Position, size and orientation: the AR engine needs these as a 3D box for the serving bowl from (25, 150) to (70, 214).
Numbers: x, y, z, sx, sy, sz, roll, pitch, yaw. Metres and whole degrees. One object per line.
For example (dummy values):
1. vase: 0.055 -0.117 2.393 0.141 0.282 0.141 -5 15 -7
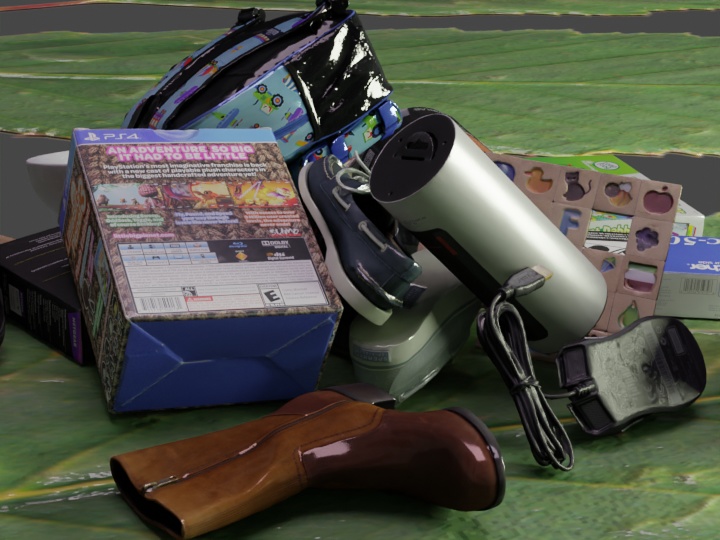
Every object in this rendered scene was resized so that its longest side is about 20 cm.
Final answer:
1. serving bowl: -0.201 -0.077 1.590 0.199 0.066 0.200 -5 9 1

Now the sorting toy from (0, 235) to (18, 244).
1. sorting toy: -0.406 -0.032 1.449 0.199 0.070 0.199 15 23 27

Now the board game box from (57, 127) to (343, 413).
1. board game box: -0.123 -0.005 1.284 0.159 0.097 0.200 -2 45 -22

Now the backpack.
1. backpack: -0.092 -0.125 1.446 0.200 0.135 0.182 -38 21 -25

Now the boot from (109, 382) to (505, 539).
1. boot: -0.032 0.126 1.100 0.199 0.069 0.188 -12 26 -36

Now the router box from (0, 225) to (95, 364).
1. router box: -0.183 0.001 1.408 0.199 0.051 0.149 -20 31 -36

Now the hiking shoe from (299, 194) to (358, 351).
1. hiking shoe: 0.000 0.000 1.427 0.100 0.076 0.200 18 29 -28

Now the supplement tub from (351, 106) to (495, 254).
1. supplement tub: 0.074 -0.063 1.552 0.122 0.123 0.200 -2 21 -16

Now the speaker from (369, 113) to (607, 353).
1. speaker: 0.096 -0.026 1.282 0.200 0.081 0.081 43 -3 -33

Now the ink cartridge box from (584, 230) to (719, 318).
1. ink cartridge box: 0.241 0.002 1.521 0.199 0.044 0.094 3 22 -3

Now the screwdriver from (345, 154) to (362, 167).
1. screwdriver: -0.048 -0.051 1.527 0.029 0.028 0.200 28 50 4

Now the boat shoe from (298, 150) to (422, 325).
1. boat shoe: 0.001 -0.037 1.308 0.075 0.062 0.200 40 16 -26

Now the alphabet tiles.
1. alphabet tiles: 0.143 -0.009 1.404 0.199 0.168 0.008 11 -18 16

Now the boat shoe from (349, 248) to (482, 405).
1. boat shoe: 0.048 0.042 1.335 0.070 0.072 0.201 14 30 24

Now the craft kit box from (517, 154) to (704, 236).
1. craft kit box: 0.199 -0.062 1.692 0.197 0.049 0.200 -1 21 -20

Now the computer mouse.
1. computer mouse: 0.160 0.058 1.263 0.200 0.141 0.046 -20 -8 -41

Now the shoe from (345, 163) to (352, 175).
1. shoe: -0.051 -0.105 1.742 0.199 0.054 0.070 4 10 4

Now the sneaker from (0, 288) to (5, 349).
1. sneaker: -0.306 -0.023 1.328 0.079 0.095 0.200 8 45 -38
